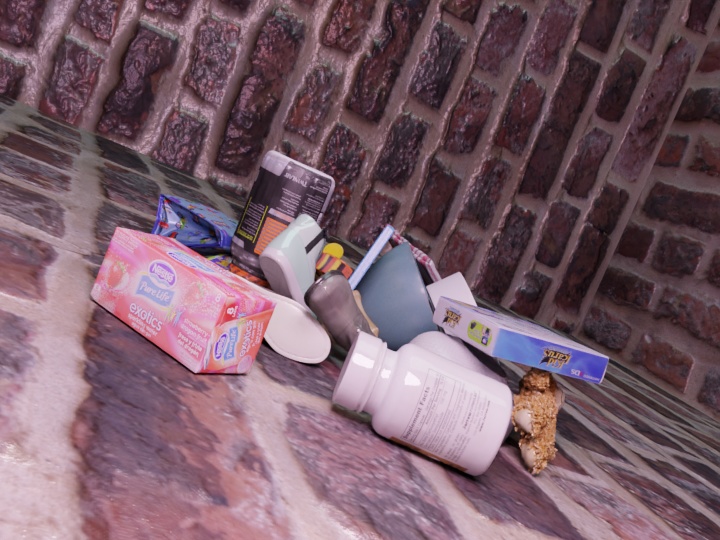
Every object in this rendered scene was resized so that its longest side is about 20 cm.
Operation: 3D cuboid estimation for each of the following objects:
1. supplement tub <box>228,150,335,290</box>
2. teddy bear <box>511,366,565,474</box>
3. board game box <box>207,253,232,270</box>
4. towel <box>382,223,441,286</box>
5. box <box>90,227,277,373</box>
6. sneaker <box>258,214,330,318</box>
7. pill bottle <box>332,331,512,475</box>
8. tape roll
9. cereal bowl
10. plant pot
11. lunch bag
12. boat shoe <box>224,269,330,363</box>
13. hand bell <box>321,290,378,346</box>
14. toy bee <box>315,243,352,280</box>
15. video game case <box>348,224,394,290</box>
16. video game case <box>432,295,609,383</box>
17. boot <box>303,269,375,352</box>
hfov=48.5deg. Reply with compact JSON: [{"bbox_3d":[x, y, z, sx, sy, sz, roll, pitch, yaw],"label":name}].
[{"bbox_3d":[-0.127,-0.071,1.243,0.120,0.204,0.123,23,6,-3],"label":"supplement tub"},{"bbox_3d":[0.259,0.206,1.146,0.065,0.149,0.199,-12,-6,18],"label":"teddy bear"},{"bbox_3d":[-0.197,0.026,1.313,0.132,0.046,0.200,25,6,1],"label":"board game box"},{"bbox_3d":[0.122,-0.004,1.581,0.147,0.030,0.200,57,-7,-35],"label":"towel"},{"bbox_3d":[-0.212,0.035,0.949,0.198,0.096,0.102,28,8,30],"label":"box"},{"bbox_3d":[-0.077,0.013,1.189,0.073,0.119,0.203,19,-38,28],"label":"sneaker"},{"bbox_3d":[0.071,0.154,0.956,0.196,0.116,0.114,24,6,-2],"label":"pill bottle"},{"bbox_3d":[0.185,0.110,1.427,0.202,0.069,0.206,-23,91,-88],"label":"tape roll"},{"bbox_3d":[0.158,0.159,1.186,0.199,0.084,0.200,38,11,-9],"label":"cereal bowl"},{"bbox_3d":[0.058,0.066,1.429,0.132,0.204,0.200,-19,4,5],"label":"plant pot"},{"bbox_3d":[-0.257,-0.065,1.457,0.197,0.096,0.150,14,-1,34],"label":"lunch bag"},{"bbox_3d":[-0.129,0.064,1.132,0.199,0.073,0.060,30,-3,1],"label":"boat shoe"},{"bbox_3d":[0.035,0.134,1.238,0.199,0.105,0.104,40,11,18],"label":"hand bell"},{"bbox_3d":[-0.088,0.017,1.353,0.108,0.201,0.131,38,44,0],"label":"toy bee"},{"bbox_3d":[0.000,0.000,1.365,0.018,0.144,0.200,35,-9,0],"label":"video game case"},{"bbox_3d":[0.230,0.101,1.175,0.196,0.046,0.181,17,6,-23],"label":"video game case"},{"bbox_3d":[-0.002,0.086,1.105,0.131,0.067,0.201,48,-7,28],"label":"boot"}]
